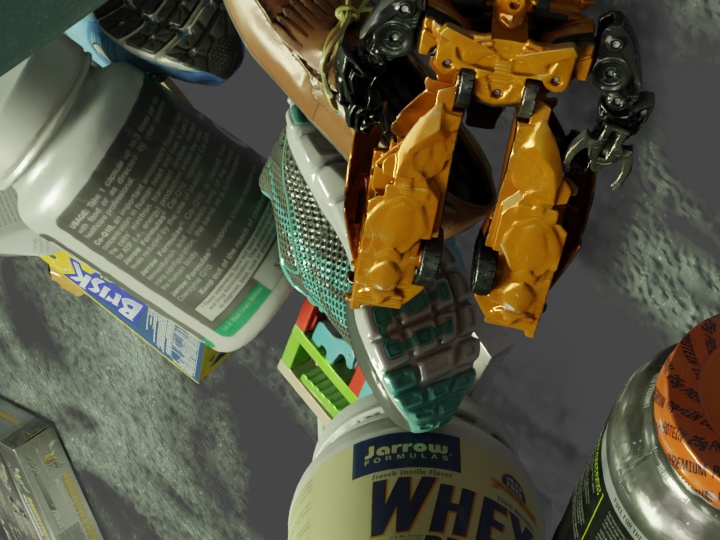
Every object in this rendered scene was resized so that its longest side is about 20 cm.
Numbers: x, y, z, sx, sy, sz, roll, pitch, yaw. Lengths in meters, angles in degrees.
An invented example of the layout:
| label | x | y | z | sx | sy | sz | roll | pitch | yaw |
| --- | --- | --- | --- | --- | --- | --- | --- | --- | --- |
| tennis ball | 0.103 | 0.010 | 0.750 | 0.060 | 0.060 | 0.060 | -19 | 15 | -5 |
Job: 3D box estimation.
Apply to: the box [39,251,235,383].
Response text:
| label | x | y | z | sx | sy | sz | roll | pitch | yaw |
| --- | --- | --- | --- | --- | --- | --- | --- | --- | --- |
| box | -0.155 | -0.020 | 1.194 | 0.199 | 0.070 | 0.065 | 37 | 143 | 15 |

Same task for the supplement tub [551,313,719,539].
| label | x | y | z | sx | sy | sz | roll | pitch | yaw |
| --- | --- | --- | --- | --- | --- | --- | --- | --- | --- |
| supplement tub | 0.159 | 0.113 | 0.830 | 0.123 | 0.122 | 0.201 | 46 | 151 | 21 |

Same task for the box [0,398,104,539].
| label | x | y | z | sx | sy | sz | roll | pitch | yaw |
| --- | --- | --- | --- | --- | --- | --- | --- | --- | --- |
| box | -0.328 | 0.231 | 1.829 | 0.158 | 0.048 | 0.202 | 14 | 130 | 53 |

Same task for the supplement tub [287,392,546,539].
| label | x | y | z | sx | sy | sz | roll | pitch | yaw |
| --- | --- | --- | --- | --- | --- | --- | --- | --- | --- |
| supplement tub | 0.030 | 0.170 | 0.962 | 0.201 | 0.143 | 0.146 | -89 | -13 | -57 |

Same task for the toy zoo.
| label | x | y | z | sx | sy | sz | roll | pitch | yaw |
| --- | --- | --- | --- | --- | --- | --- | --- | --- | --- |
| toy zoo | 0.020 | 0.041 | 1.068 | 0.131 | 0.020 | 0.201 | 48 | 141 | 22 |

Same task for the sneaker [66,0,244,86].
| label | x | y | z | sx | sy | sz | roll | pitch | yaw |
| --- | --- | --- | --- | --- | --- | --- | --- | --- | --- |
| sneaker | -0.126 | -0.152 | 1.106 | 0.199 | 0.078 | 0.090 | 31 | 162 | 46 |

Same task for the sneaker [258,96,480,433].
| label | x | y | z | sx | sy | sz | roll | pitch | yaw |
| --- | --- | --- | --- | --- | --- | --- | --- | --- | --- |
| sneaker | 0.000 | 0.000 | 0.993 | 0.091 | 0.077 | 0.202 | -44 | 59 | 52 |

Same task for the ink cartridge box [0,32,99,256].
| label | x | y | z | sx | sy | sz | roll | pitch | yaw |
| --- | --- | --- | --- | --- | --- | --- | --- | --- | --- |
| ink cartridge box | -0.249 | -0.075 | 1.147 | 0.162 | 0.198 | 0.050 | 62 | 162 | 24 |

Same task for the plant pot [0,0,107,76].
| label | x | y | z | sx | sy | sz | roll | pitch | yaw |
| --- | --- | --- | --- | --- | --- | --- | --- | --- | --- |
| plant pot | -0.155 | -0.254 | 0.884 | 0.197 | 0.199 | 0.196 | 48 | 152 | 16 |

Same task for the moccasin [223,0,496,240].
| label | x | y | z | sx | sy | sz | roll | pitch | yaw |
| --- | --- | --- | --- | --- | --- | --- | --- | --- | --- |
| moccasin | -0.002 | -0.104 | 0.924 | 0.202 | 0.073 | 0.078 | 58 | 150 | -2 |

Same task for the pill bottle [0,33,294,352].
| label | x | y | z | sx | sy | sz | roll | pitch | yaw |
| --- | --- | --- | --- | --- | --- | --- | --- | --- | --- |
| pill bottle | -0.129 | -0.049 | 1.066 | 0.199 | 0.114 | 0.113 | 35 | 158 | -18 |

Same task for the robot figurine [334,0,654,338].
| label | x | y | z | sx | sy | sz | roll | pitch | yaw |
| --- | --- | --- | --- | --- | --- | --- | --- | --- | --- |
| robot figurine | 0.054 | -0.058 | 0.845 | 0.143 | 0.059 | 0.201 | 9 | 132 | -3 |

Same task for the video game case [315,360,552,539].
| label | x | y | z | sx | sy | sz | roll | pitch | yaw |
| --- | --- | --- | --- | --- | --- | --- | --- | --- | --- |
| video game case | 0.042 | 0.150 | 1.168 | 0.200 | 0.024 | 0.183 | 40 | 147 | 33 |

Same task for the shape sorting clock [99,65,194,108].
| label | x | y | z | sx | sy | sz | roll | pitch | yaw |
| --- | --- | --- | --- | --- | --- | --- | --- | --- | --- |
| shape sorting clock | -0.148 | -0.064 | 1.241 | 0.200 | 0.039 | 0.201 | 40 | 148 | 31 |

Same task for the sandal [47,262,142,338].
| label | x | y | z | sx | sy | sz | roll | pitch | yaw |
| --- | --- | --- | --- | --- | --- | --- | --- | --- | --- |
| sandal | -0.209 | -0.023 | 1.293 | 0.200 | 0.054 | 0.081 | 49 | 156 | 16 |
